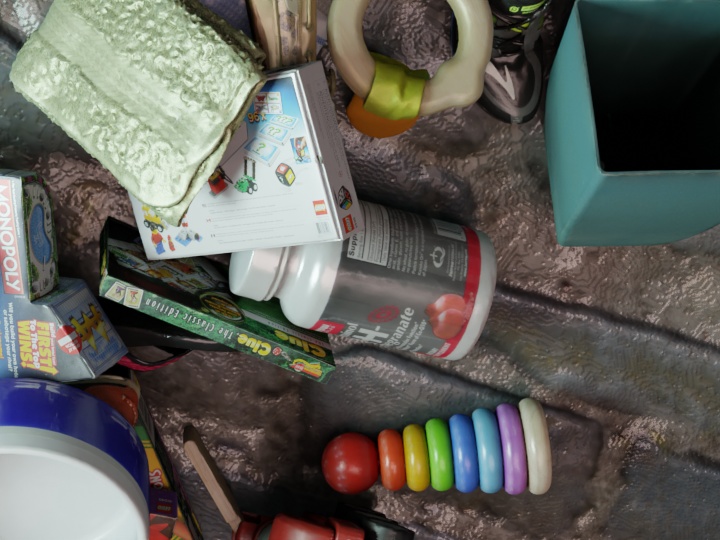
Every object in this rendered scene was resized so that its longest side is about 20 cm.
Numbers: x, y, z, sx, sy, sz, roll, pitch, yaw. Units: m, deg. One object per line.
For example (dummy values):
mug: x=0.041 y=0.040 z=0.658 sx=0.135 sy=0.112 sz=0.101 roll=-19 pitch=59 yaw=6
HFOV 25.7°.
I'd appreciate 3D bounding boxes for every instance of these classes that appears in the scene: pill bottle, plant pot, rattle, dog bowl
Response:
pill bottle: x=0.000 y=0.000 z=1.275 sx=0.199 sy=0.111 sz=0.111 roll=13 pitch=114 yaw=-16
plant pot: x=0.215 y=-0.096 z=1.213 sx=0.140 sy=0.142 sz=0.200 roll=-1 pitch=158 yaw=-9
rattle: x=0.029 y=-0.213 z=1.205 sx=0.129 sy=0.143 sz=0.201 roll=-13 pitch=89 yaw=7
dog bowl: x=-0.260 y=0.180 z=1.208 sx=0.199 sy=0.079 sz=0.201 roll=-3 pitch=129 yaw=-3

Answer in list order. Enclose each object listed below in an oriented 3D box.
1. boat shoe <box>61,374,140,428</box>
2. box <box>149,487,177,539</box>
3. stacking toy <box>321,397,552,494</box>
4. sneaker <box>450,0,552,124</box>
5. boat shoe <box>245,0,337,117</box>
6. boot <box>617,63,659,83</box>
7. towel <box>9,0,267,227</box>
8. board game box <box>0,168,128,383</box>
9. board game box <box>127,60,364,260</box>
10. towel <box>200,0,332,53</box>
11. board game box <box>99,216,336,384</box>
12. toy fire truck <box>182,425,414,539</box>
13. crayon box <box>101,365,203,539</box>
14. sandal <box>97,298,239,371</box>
boat shoe: x=-0.275 y=0.115 z=1.265 sx=0.199 sy=0.063 sz=0.072 roll=-2 pitch=126 yaw=7
box: x=-0.264 y=0.234 z=1.322 sx=0.199 sy=0.039 sz=0.137 roll=11 pitch=116 yaw=-12
stacking toy: x=0.065 y=0.166 z=1.392 sx=0.199 sy=0.086 sz=0.086 roll=-7 pitch=118 yaw=-1
sneaker: x=0.110 y=-0.202 z=1.206 sx=0.070 sy=0.083 sz=0.201 roll=-10 pitch=119 yaw=-10
boat shoe: x=-0.046 y=-0.159 z=1.184 sx=0.062 sy=0.073 sz=0.201 roll=-13 pitch=119 yaw=-6
boot: x=0.274 y=-0.254 z=1.218 sx=0.199 sy=0.069 sz=0.189 roll=-21 pitch=118 yaw=0
towel: x=-0.164 y=-0.143 z=1.148 sx=0.149 sy=0.200 sz=0.036 roll=-58 pitch=155 yaw=18
board game box: x=-0.281 y=0.013 z=1.214 sx=0.199 sy=0.062 sz=0.201 roll=7 pitch=111 yaw=17
board game box: x=-0.097 y=-0.078 z=1.178 sx=0.199 sy=0.035 sz=0.127 roll=-4 pitch=106 yaw=38
towel: x=-0.086 y=-0.207 z=1.204 sx=0.147 sy=0.024 sz=0.200 roll=32 pitch=107 yaw=-24
board game box: x=-0.116 y=0.024 z=1.270 sx=0.199 sy=0.105 sz=0.024 roll=24 pitch=110 yaw=-19
toy fire truck: x=-0.067 y=0.222 z=1.351 sx=0.199 sy=0.176 sz=0.129 roll=15 pitch=86 yaw=-10
crayon box: x=-0.246 y=0.198 z=1.362 sx=0.172 sy=0.058 sz=0.201 roll=-19 pitch=118 yaw=0
sandal: x=-0.187 y=0.053 z=1.294 sx=0.199 sy=0.075 sz=0.045 roll=1 pitch=115 yaw=-2
